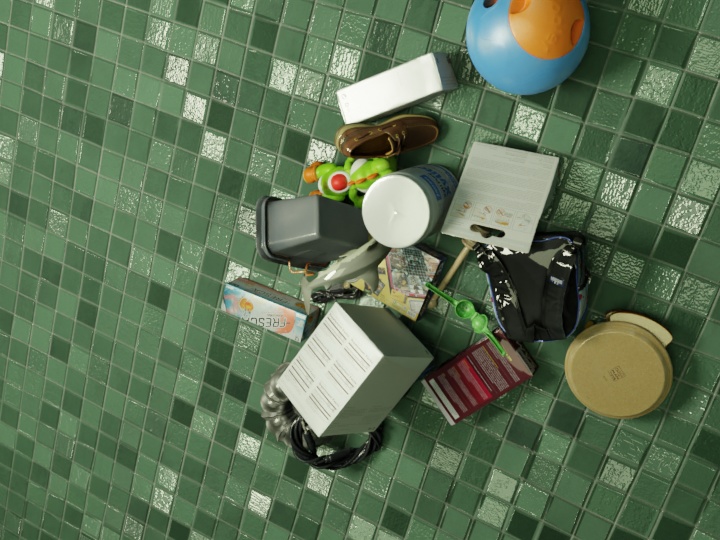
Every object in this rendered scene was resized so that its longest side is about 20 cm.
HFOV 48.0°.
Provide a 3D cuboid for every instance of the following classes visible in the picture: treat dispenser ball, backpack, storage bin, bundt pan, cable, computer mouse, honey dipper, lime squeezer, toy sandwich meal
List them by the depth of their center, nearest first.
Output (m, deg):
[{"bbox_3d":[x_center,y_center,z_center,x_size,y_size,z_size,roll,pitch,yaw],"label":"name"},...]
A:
[{"bbox_3d":[0.272,-0.391,1.320,0.199,0.201,0.203,5,104,22],"label":"treat dispenser ball"},{"bbox_3d":[0.315,0.026,1.427,0.199,0.154,0.192,2,101,34],"label":"backpack"},{"bbox_3d":[0.463,0.165,1.445,0.203,0.070,0.207,7,110,21],"label":"toy sandwich meal"},{"bbox_3d":[0.208,0.085,1.508,0.038,0.071,0.200,-47,69,2],"label":"lime squeezer"},{"bbox_3d":[-0.082,-0.069,1.522,0.134,0.199,0.147,-10,76,37],"label":"storage bin"},{"bbox_3d":[0.181,-0.005,1.542,0.038,0.038,0.201,35,116,12],"label":"honey dipper"},{"bbox_3d":[-0.021,0.123,1.655,0.109,0.044,0.202,-20,88,21],"label":"computer mouse"},{"bbox_3d":[-0.045,0.346,1.660,0.199,0.051,0.164,31,100,-27],"label":"cable"},{"bbox_3d":[-0.131,0.294,1.722,0.200,0.076,0.204,6,105,23],"label":"bundt pan"}]

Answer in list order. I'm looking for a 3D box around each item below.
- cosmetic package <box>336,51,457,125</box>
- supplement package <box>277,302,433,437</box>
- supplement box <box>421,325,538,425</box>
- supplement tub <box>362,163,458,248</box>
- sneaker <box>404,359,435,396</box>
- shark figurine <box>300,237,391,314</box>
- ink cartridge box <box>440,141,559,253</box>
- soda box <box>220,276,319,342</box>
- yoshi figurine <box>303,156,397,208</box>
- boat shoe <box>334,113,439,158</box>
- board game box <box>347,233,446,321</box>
[{"bbox_3d":[0.068,-0.330,1.479,0.199,0.102,0.075,-15,97,27],"label":"cosmetic package"},{"bbox_3d":[-0.009,0.185,1.516,0.147,0.191,0.200,46,109,29],"label":"supplement package"},{"bbox_3d":[0.228,0.199,1.553,0.200,0.061,0.109,-37,86,26],"label":"supplement box"},{"bbox_3d":[0.097,-0.120,1.458,0.131,0.200,0.133,5,104,21],"label":"supplement tub"},{"bbox_3d":[0.067,0.211,1.630,0.200,0.075,0.077,-44,60,26],"label":"sneaker"},{"bbox_3d":[-0.014,0.010,1.456,0.213,0.128,0.090,-31,95,-2],"label":"shark figurine"},{"bbox_3d":[0.248,-0.123,1.415,0.161,0.050,0.201,14,68,20],"label":"ink cartridge box"},{"bbox_3d":[-0.191,0.081,1.700,0.199,0.068,0.064,20,109,17],"label":"soda box"},{"bbox_3d":[-0.007,-0.184,1.564,0.199,0.112,0.113,-7,59,38],"label":"yoshi figurine"},{"bbox_3d":[0.055,-0.235,1.473,0.198,0.068,0.072,-11,129,-16],"label":"boat shoe"},{"bbox_3d":[0.056,-0.008,1.581,0.199,0.035,0.136,30,112,22],"label":"board game box"}]
